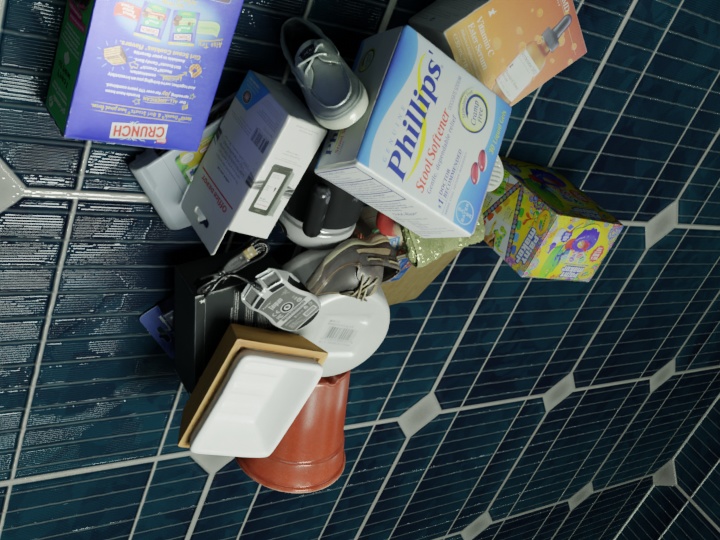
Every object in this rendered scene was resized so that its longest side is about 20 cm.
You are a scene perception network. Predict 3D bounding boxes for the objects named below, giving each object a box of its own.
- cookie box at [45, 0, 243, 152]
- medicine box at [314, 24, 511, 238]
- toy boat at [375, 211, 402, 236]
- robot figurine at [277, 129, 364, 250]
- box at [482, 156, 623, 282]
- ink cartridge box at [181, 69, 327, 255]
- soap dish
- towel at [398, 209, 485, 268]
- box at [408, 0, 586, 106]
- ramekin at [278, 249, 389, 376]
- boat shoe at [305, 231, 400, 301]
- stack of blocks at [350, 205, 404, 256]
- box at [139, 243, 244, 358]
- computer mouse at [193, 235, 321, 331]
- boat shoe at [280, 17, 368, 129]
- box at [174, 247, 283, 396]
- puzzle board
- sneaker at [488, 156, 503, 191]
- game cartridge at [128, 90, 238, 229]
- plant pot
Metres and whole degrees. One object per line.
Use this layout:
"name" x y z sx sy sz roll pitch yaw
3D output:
"cookie box" -0.241 -0.244 0.927 0.168 0.075 0.203 0 125 -40
"medicine box" 0.069 -0.165 1.040 0.198 0.102 0.186 27 76 -32
"toy boat" 0.047 -0.153 1.225 0.130 0.127 0.206 15 81 -75
"robot figurine" -0.049 -0.126 1.135 0.149 0.124 0.203 -22 141 -45
"box" 0.306 -0.088 1.437 0.197 0.193 0.124 4 124 -42
"ink cartridge box" -0.137 -0.126 1.037 0.067 0.116 0.202 12 119 -45
"soap dish" -0.156 0.171 1.184 0.155 0.082 0.202 13 120 -38
"towel" 0.100 -0.119 1.145 0.146 0.036 0.205 -21 102 -31
"box" 0.192 -0.326 1.162 0.198 0.106 0.154 -35 123 -8
"ramekin" -0.049 0.069 1.288 0.196 0.098 0.203 -15 135 -16
"boat shoe" 0.000 0.000 1.179 0.199 0.073 0.075 -26 159 -53
"stack of blocks" 0.083 -0.083 1.360 0.196 0.059 0.117 -18 135 -27
"box" -0.221 0.055 1.254 0.198 0.032 0.122 -35 141 -8
"computer mouse" -0.127 0.024 1.124 0.109 0.044 0.200 -40 142 8
"boat shoe" -0.054 -0.240 0.994 0.070 0.202 0.072 -36 134 6
"box" -0.193 0.076 1.208 0.139 0.079 0.203 -18 136 -32
"puzzle board" 0.078 0.010 1.419 0.148 0.018 0.201 -13 157 -32
"sneaker" 0.156 -0.220 1.292 0.077 0.079 0.204 -27 114 -16
"game cartridge" -0.191 -0.143 1.096 0.198 0.041 0.134 -35 144 -9
"plant pot" -0.104 0.226 1.398 0.197 0.200 0.199 -7 122 -35
